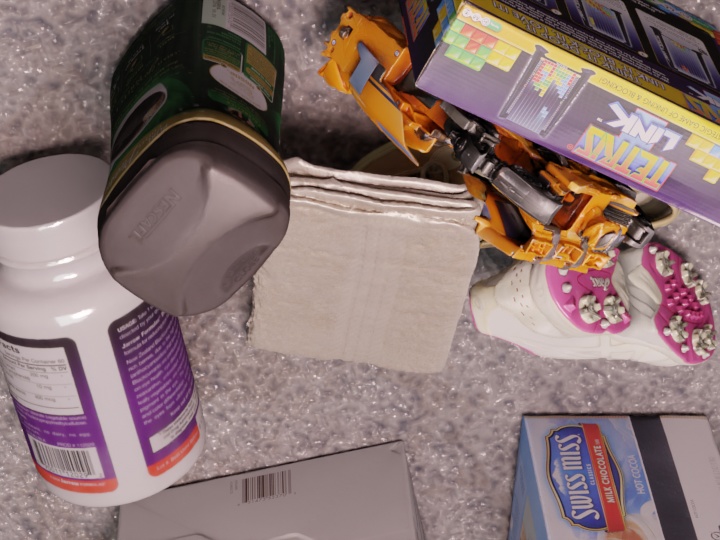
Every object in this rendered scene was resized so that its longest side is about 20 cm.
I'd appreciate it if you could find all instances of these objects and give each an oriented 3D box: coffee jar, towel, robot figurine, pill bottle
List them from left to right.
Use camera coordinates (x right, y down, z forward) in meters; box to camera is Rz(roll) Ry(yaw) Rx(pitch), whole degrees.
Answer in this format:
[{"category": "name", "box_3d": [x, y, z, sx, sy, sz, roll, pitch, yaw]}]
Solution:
[{"category": "pill bottle", "box_3d": [-0.166, 0.035, 1.159, 0.111, 0.111, 0.200, -9, 123, 2]}, {"category": "coffee jar", "box_3d": [-0.090, -0.066, 1.045, 0.085, 0.200, 0.104, 33, 116, -22]}, {"category": "towel", "box_3d": [0.000, 0.000, 1.151, 0.132, 0.035, 0.200, 9, 148, -3]}, {"category": "robot figurine", "box_3d": [0.070, -0.067, 1.043, 0.145, 0.200, 0.058, 11, 120, -49]}]

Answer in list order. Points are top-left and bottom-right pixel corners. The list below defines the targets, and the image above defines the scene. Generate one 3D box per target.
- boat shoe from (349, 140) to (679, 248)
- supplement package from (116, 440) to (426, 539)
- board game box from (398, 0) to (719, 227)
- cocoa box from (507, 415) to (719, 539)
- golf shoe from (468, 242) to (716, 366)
[{"category": "boat shoe", "box_3d": [0.090, -0.045, 1.152, 0.200, 0.063, 0.073, -2, 123, -3]}, {"category": "supplement package", "box_3d": [-0.052, 0.218, 1.260, 0.200, 0.156, 0.111, -11, 121, 4]}, {"category": "board game box", "box_3d": [0.119, -0.118, 1.046, 0.200, 0.165, 0.057, 23, 119, -17]}, {"category": "cocoa box", "box_3d": [0.172, 0.202, 1.238, 0.131, 0.200, 0.133, 1, 123, -4]}, {"category": "golf shoe", "box_3d": [0.146, 0.022, 1.179, 0.091, 0.075, 0.200, -18, 157, 37]}]
